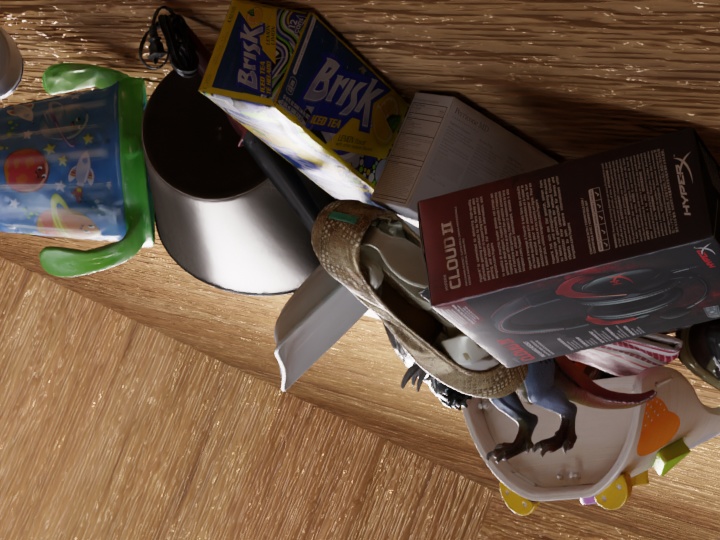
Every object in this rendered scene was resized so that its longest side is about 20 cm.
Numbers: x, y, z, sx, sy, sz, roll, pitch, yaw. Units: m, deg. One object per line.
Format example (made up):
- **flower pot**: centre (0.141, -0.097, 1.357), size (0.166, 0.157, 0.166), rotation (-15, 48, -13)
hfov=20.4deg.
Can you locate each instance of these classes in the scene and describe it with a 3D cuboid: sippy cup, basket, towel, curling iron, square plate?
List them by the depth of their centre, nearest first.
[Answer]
- **curling iron**: centre (-0.084, -0.096, 1.379), size (0.200, 0.050, 0.026), rotation (52, 139, -5)
- **basket**: centre (-0.090, -0.074, 1.503), size (0.179, 0.137, 0.200), rotation (3, 164, 9)
- **square plate**: centre (0.000, 0.000, 1.529), size (0.028, 0.200, 0.198), rotation (43, 171, 8)
- **towel**: centre (0.176, 0.057, 1.588), size (0.143, 0.023, 0.200), rotation (13, 173, 4)
- **sippy cup**: centre (-0.232, -0.083, 1.593), size (0.130, 0.140, 0.178), rotation (-3, -163, -4)

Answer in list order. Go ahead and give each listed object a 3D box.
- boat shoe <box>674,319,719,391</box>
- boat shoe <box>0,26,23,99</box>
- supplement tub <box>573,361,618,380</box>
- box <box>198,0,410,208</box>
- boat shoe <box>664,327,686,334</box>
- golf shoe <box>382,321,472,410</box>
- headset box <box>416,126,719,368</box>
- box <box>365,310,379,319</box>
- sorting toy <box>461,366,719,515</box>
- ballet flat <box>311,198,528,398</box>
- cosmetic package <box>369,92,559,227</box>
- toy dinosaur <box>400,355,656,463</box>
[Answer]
- **boat shoe**: centre (0.346, 0.094, 1.639), size (0.199, 0.073, 0.065), rotation (26, 176, -22)
- **boat shoe**: centre (-0.334, -0.172, 1.675), size (0.201, 0.075, 0.086), rotation (17, 170, 39)
- **supplement tub**: centre (0.144, 0.056, 1.758), size (0.199, 0.107, 0.107), rotation (28, 170, -15)
- **box**: centre (-0.025, -0.107, 1.337), size (0.064, 0.070, 0.200), rotation (14, 169, 29)
- **boat shoe**: centre (0.169, 0.005, 1.539), size (0.199, 0.072, 0.068), rotation (22, 173, -18)
- **golf shoe**: centre (0.047, 0.037, 1.611), size (0.094, 0.078, 0.200), rotation (39, 161, 29)
- **headset box**: centre (0.136, -0.007, 1.254), size (0.199, 0.075, 0.149), rotation (-14, 157, 18)
- **box**: centre (-0.029, -0.026, 1.801), size (0.095, 0.078, 0.200), rotation (15, 169, 34)
- **sorting toy**: centre (0.220, 0.136, 1.665), size (0.180, 0.107, 0.200), rotation (-5, 176, -42)
- **ballet flat**: centre (0.050, 0.025, 1.356), size (0.200, 0.071, 0.065), rotation (37, 164, -24)
- **cosmetic package**: centre (0.105, -0.042, 1.375), size (0.200, 0.083, 0.051), rotation (29, 174, -34)
- **toy dinosaur**: centre (0.095, 0.050, 1.485), size (0.199, 0.182, 0.105), rotation (-23, -173, -33)
